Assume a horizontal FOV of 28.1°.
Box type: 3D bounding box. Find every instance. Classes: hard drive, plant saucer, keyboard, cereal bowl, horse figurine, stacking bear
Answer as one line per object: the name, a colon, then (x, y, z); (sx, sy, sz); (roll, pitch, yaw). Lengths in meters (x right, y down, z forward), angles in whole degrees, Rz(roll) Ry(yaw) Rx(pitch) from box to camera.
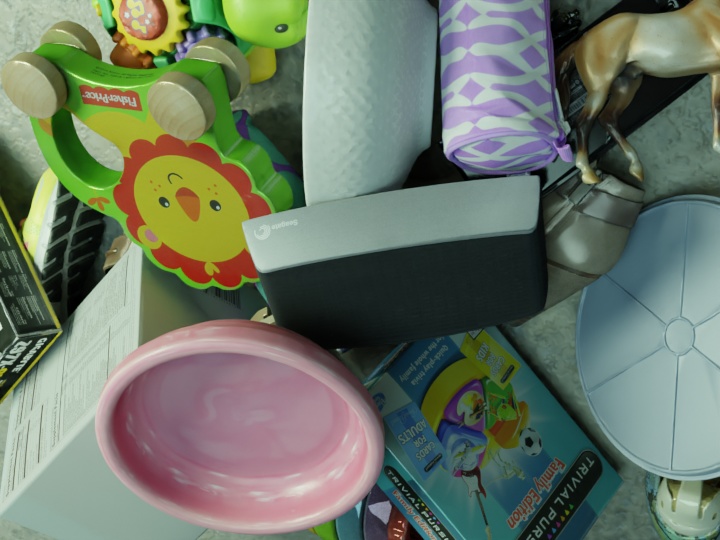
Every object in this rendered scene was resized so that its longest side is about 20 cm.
hard drive: (0.029, 0.000, 0.980); (0.199, 0.042, 0.135); (-8, 144, 4)
plant saucer: (-0.081, 0.104, 1.000); (0.199, 0.051, 0.201); (3, 133, 3)
keyboard: (0.149, -0.130, 1.009); (0.200, 0.040, 0.104); (-36, 89, 11)
cereal bowl: (0.010, -0.133, 0.986); (0.083, 0.200, 0.201); (3, 114, 2)
horse figurine: (0.201, -0.129, 0.952); (0.199, 0.050, 0.133); (-10, 82, 17)
stacking bear: (-0.022, 0.172, 1.174); (0.199, 0.114, 0.122); (14, 143, 26)

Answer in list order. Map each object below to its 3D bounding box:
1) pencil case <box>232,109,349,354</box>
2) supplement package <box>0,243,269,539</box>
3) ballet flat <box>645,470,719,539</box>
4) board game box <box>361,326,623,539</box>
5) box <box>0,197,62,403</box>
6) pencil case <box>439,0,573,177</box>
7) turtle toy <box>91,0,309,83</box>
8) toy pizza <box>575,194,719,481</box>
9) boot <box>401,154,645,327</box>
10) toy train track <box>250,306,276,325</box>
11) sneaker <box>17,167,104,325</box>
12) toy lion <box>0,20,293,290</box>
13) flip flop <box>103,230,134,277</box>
pencil case: (-0.069, -0.023, 1.116); (0.092, 0.085, 0.200); (-38, 96, -16)
supplement package: (-0.168, 0.110, 1.146); (0.151, 0.151, 0.200); (28, 123, -28)
ballet flat: (0.251, 0.142, 1.082); (0.074, 0.074, 0.201); (9, 115, 17)
board game box: (0.090, 0.138, 1.089); (0.200, 0.151, 0.047); (49, 143, -5)
box: (-0.337, 0.010, 1.196); (0.160, 0.049, 0.201); (-43, 67, 36)
pencil case: (0.094, -0.162, 0.953); (0.085, 0.084, 0.201); (-8, 77, 23)
turtle toy: (-0.115, -0.197, 1.045); (0.199, 0.101, 0.146); (1, 113, 26)
toy pizza: (0.234, 0.047, 1.018); (0.200, 0.032, 0.201); (-7, 81, 49)
boot: (0.104, -0.061, 1.057); (0.200, 0.070, 0.146); (40, 111, 7)
toy train track: (0.000, 0.000, 1.041); (0.199, 0.033, 0.115); (-28, 135, 25)
sneaker: (-0.279, -0.003, 1.212); (0.090, 0.078, 0.201); (26, 115, 19)
toy lion: (-0.143, -0.074, 1.040); (0.199, 0.069, 0.192); (11, 130, 24)
flip flop: (-0.183, 0.003, 1.187); (0.081, 0.058, 0.200); (34, 119, 4)
